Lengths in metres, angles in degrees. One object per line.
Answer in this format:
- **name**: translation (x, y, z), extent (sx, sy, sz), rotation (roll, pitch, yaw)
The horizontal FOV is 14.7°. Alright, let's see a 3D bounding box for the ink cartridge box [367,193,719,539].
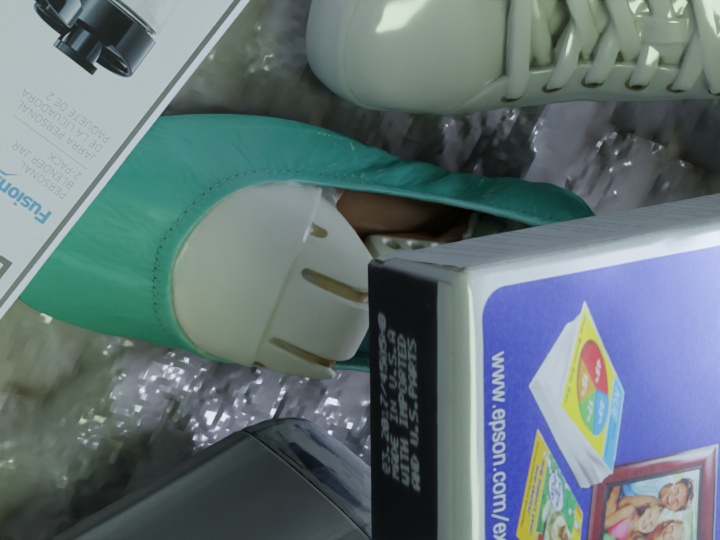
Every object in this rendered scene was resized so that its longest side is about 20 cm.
- **ink cartridge box**: translation (0.091, 0.080, 0.706), extent (0.200, 0.047, 0.198), rotation (-10, 104, -38)

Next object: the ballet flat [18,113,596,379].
- **ballet flat**: translation (0.000, 0.000, 0.753), extent (0.200, 0.070, 0.068), rotation (5, 113, -36)

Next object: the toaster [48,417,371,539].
- **toaster**: translation (-0.035, 0.131, 0.777), extent (0.129, 0.114, 0.200), rotation (-33, 129, -19)

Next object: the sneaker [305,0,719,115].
- **sneaker**: translation (0.085, -0.079, 0.758), extent (0.200, 0.085, 0.073), rotation (-17, 126, -25)

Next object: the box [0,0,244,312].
- **box**: translation (-0.070, -0.093, 0.610), extent (0.200, 0.117, 0.060), rotation (-51, 132, 2)
